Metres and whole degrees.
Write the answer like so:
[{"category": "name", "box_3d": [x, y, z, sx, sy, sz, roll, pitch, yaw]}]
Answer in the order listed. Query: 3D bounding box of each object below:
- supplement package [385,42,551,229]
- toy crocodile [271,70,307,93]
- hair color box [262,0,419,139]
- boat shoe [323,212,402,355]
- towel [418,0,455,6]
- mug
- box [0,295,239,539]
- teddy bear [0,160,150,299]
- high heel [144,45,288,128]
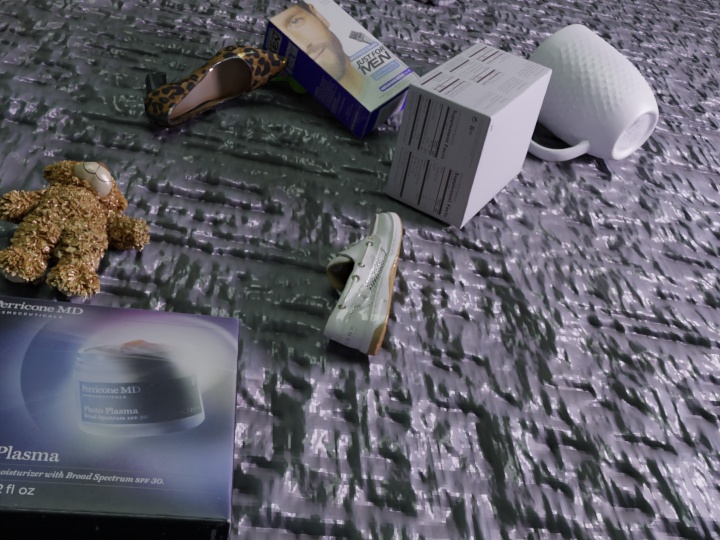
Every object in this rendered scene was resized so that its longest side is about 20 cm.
[{"category": "supplement package", "box_3d": [0.138, -0.175, 1.101, 0.111, 0.156, 0.200, 27, 38, 20]}, {"category": "toy crocodile", "box_3d": [-0.059, -0.302, 1.281, 0.199, 0.062, 0.068, -3, 40, -21]}, {"category": "hair color box", "box_3d": [-0.028, -0.289, 1.213, 0.200, 0.065, 0.109, 43, 58, 12]}, {"category": "boat shoe", "box_3d": [0.000, 0.000, 0.900, 0.069, 0.071, 0.200, 14, 38, -3]}, {"category": "towel", "box_3d": [0.170, -0.619, 1.683, 0.085, 0.166, 0.200, 17, 36, 15]}, {"category": "mug", "box_3d": [0.319, -0.235, 1.268, 0.200, 0.148, 0.175, -35, 61, -9]}, {"category": "box", "box_3d": [-0.194, 0.129, 0.630, 0.199, 0.124, 0.199, 6, 36, -11]}, {"category": "teddy bear", "box_3d": [-0.290, -0.049, 0.875, 0.145, 0.067, 0.200, 22, 38, 7]}, {"category": "high heel", "box_3d": [-0.182, -0.234, 1.137, 0.199, 0.072, 0.143, -13, 35, -8]}]
